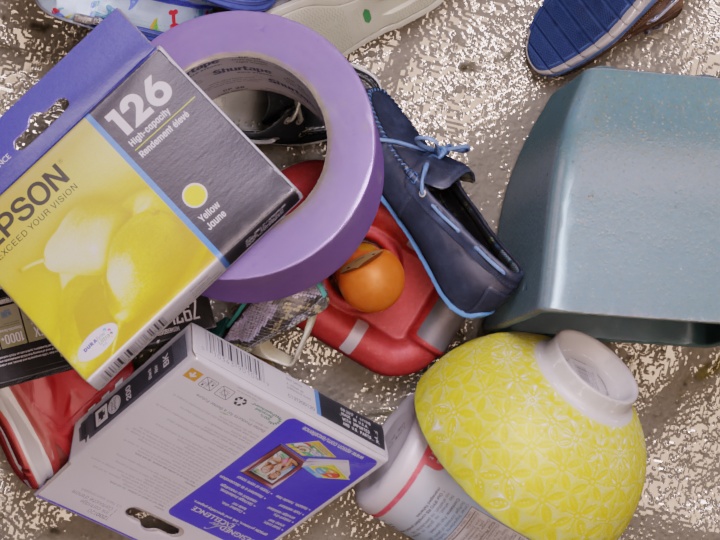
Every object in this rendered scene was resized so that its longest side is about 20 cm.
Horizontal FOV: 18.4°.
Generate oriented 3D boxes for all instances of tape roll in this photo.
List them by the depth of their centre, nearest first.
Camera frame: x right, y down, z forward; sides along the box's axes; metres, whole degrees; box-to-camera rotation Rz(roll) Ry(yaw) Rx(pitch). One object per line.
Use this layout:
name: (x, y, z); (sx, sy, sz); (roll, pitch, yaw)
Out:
tape roll: (-0.085, -0.081, 1.607); (0.200, 0.085, 0.200); (-1, 78, 4)

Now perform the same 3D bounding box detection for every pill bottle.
pill bottle: (0.105, 0.188, 1.780); (0.200, 0.109, 0.109); (30, 92, -12)

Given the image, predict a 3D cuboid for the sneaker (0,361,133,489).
sneaker: (-0.250, 0.059, 1.737); (0.115, 0.078, 0.200); (-25, 102, -22)

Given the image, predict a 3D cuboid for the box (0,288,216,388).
box: (-0.231, -0.006, 1.667); (0.200, 0.086, 0.164); (-15, 88, -28)

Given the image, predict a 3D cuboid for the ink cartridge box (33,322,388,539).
ink cartridge box: (-0.117, 0.146, 1.721); (0.198, 0.043, 0.200); (31, 124, -32)

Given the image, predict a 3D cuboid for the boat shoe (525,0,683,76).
boat shoe: (0.221, -0.219, 1.760); (0.200, 0.072, 0.072); (-40, 58, 21)

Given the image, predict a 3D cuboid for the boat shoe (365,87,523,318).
boat shoe: (0.064, -0.062, 1.709); (0.069, 0.084, 0.200); (-37, 84, 34)

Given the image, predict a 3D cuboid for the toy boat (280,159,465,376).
toy boat: (0.000, 0.000, 1.728); (0.200, 0.131, 0.131); (31, 91, -12)

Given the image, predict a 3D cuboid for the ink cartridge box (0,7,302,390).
ink cartridge box: (-0.178, -0.056, 1.545); (0.198, 0.047, 0.200); (-44, 79, -3)

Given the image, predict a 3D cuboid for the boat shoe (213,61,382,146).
boat shoe: (-0.077, -0.131, 1.734); (0.200, 0.060, 0.076); (-6, 97, -9)

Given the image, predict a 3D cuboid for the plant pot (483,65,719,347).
plant pot: (0.216, -0.050, 1.734); (0.196, 0.196, 0.200); (5, 83, -10)

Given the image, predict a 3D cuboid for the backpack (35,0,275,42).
backpack: (-0.149, -0.256, 1.651); (0.200, 0.183, 0.147); (10, 118, -14)

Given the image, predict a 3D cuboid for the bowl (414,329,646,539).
bowl: (0.153, 0.110, 1.721); (0.200, 0.200, 0.108); (32, 116, -12)

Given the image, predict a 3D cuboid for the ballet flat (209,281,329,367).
ballet flat: (-0.086, 0.059, 1.705); (0.072, 0.072, 0.200); (35, 134, -12)

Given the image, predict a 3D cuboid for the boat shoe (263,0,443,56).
boat shoe: (-0.027, -0.207, 1.718); (0.200, 0.068, 0.072); (-26, 138, -17)
